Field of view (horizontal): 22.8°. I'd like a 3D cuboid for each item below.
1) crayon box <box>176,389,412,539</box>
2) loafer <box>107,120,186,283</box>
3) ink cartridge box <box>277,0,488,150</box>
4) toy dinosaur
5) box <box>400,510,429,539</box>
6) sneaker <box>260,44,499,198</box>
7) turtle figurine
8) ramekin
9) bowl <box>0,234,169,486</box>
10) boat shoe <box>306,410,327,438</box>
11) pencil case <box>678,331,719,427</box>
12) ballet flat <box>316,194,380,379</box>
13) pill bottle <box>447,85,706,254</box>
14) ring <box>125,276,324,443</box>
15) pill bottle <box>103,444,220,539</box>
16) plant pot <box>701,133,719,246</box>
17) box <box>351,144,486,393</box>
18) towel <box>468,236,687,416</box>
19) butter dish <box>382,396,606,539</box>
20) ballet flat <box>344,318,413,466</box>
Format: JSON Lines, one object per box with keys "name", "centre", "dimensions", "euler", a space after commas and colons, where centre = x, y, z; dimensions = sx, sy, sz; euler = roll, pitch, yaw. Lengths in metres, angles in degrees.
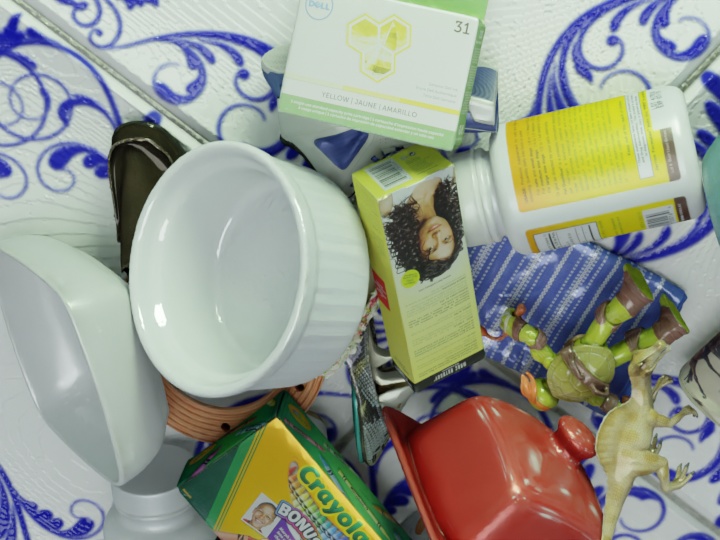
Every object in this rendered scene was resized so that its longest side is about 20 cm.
{"name": "crayon box", "centre": [-0.053, 0.221, 1.584], "dimensions": [0.118, 0.058, 0.200], "euler": [-36, 103, 17]}
{"name": "loafer", "centre": [-0.171, -0.027, 1.517], "dimensions": [0.072, 0.071, 0.202], "euler": [-9, 106, 14]}
{"name": "ink cartridge box", "centre": [0.027, -0.206, 1.375], "dimensions": [0.144, 0.048, 0.202], "euler": [13, 98, 10]}
{"name": "toy dinosaur", "centre": [0.232, 0.157, 1.515], "dimensions": [0.100, 0.058, 0.202], "euler": [12, 91, -40]}
{"name": "box", "centre": [0.062, 0.315, 1.646], "dimensions": [0.106, 0.153, 0.200], "euler": [41, 115, -16]}
{"name": "sneaker", "centre": [0.017, -0.120, 1.466], "dimensions": [0.197, 0.081, 0.116], "euler": [6, 123, 10]}
{"name": "turtle figurine", "centre": [0.190, 0.068, 1.529], "dimensions": [0.200, 0.065, 0.161], "euler": [43, 111, -14]}
{"name": "ramekin", "centre": [-0.086, 0.002, 1.434], "dimensions": [0.097, 0.201, 0.201], "euler": [6, 132, -50]}
{"name": "bowl", "centre": [-0.236, 0.068, 1.539], "dimensions": [0.074, 0.199, 0.202], "euler": [-24, 119, -25]}
{"name": "boat shoe", "centre": [-0.058, 0.230, 1.658], "dimensions": [0.070, 0.070, 0.202], "euler": [-3, 118, 7]}
{"name": "pencil case", "centre": [0.368, 0.055, 1.519], "dimensions": [0.090, 0.078, 0.200], "euler": [47, 115, 9]}
{"name": "ballet flat", "centre": [0.000, 0.000, 1.487], "dimensions": [0.075, 0.064, 0.202], "euler": [25, 90, 7]}
{"name": "pill bottle", "centre": [0.174, -0.077, 1.450], "dimensions": [0.198, 0.110, 0.110], "euler": [-12, 117, 11]}
{"name": "ring", "centre": [-0.123, 0.059, 1.584], "dimensions": [0.198, 0.019, 0.203], "euler": [4, 110, 11]}
{"name": "pill bottle", "centre": [-0.182, 0.269, 1.667], "dimensions": [0.110, 0.112, 0.202], "euler": [-2, 119, 6]}
{"name": "plant pot", "centre": [0.345, -0.063, 1.399], "dimensions": [0.133, 0.201, 0.202], "euler": [-15, 116, 21]}
{"name": "box", "centre": [0.049, -0.001, 1.451], "dimensions": [0.075, 0.050, 0.202], "euler": [-26, 129, -16]}
{"name": "towel", "centre": [0.169, 0.035, 1.560], "dimensions": [0.198, 0.024, 0.146], "euler": [25, 117, -8]}
{"name": "butter dish", "centre": [0.140, 0.183, 1.526], "dimensions": [0.148, 0.201, 0.199], "euler": [-42, 129, 16]}
{"name": "ballet flat", "centre": [0.014, 0.085, 1.574], "dimensions": [0.071, 0.072, 0.202], "euler": [-8, 118, 9]}
